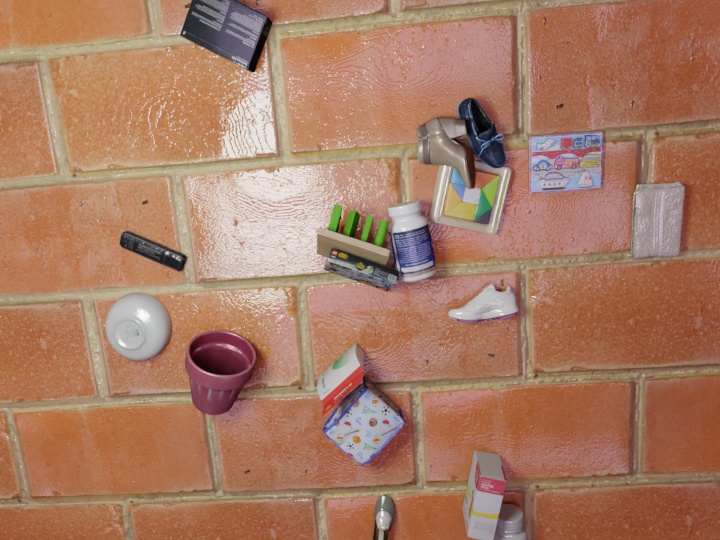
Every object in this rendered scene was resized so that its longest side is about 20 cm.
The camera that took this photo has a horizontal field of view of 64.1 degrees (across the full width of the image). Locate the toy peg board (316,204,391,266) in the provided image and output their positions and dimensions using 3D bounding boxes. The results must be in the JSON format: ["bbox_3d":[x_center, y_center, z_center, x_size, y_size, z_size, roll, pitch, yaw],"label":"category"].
[{"bbox_3d":[-0.013,-0.086,1.559,0.195,0.199,0.100,18,76,0],"label":"toy peg board"}]

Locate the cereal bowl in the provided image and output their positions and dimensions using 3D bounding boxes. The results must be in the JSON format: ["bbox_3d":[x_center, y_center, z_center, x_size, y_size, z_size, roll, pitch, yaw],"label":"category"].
[{"bbox_3d":[-0.664,0.173,1.693,0.194,0.083,0.206,1,102,4],"label":"cereal bowl"}]

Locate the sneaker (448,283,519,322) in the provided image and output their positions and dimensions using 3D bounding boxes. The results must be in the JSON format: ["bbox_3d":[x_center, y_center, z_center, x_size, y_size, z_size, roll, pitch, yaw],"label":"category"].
[{"bbox_3d":[0.343,0.094,1.627,0.194,0.075,0.103,-10,83,6],"label":"sneaker"}]

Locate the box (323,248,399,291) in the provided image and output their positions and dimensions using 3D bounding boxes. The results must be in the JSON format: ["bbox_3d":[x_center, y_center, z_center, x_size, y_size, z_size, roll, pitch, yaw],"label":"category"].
[{"bbox_3d":[0.000,0.000,1.577,0.195,0.137,0.041,19,77,-6],"label":"box"}]

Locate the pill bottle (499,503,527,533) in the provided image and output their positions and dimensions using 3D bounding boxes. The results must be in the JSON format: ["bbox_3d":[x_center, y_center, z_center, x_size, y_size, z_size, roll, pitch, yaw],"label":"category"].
[{"bbox_3d":[0.450,0.826,1.745,0.111,0.115,0.206,-3,102,4],"label":"pill bottle"}]

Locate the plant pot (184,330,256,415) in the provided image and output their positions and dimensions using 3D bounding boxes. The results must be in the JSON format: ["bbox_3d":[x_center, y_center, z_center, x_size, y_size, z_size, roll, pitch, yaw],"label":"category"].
[{"bbox_3d":[-0.413,0.306,1.659,0.195,0.201,0.183,18,118,-1],"label":"plant pot"}]

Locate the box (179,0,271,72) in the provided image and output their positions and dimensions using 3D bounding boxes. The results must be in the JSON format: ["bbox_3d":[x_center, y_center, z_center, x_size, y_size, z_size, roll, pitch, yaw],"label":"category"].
[{"bbox_3d":[-0.349,-0.631,1.501,0.196,0.079,0.144,26,100,-3],"label":"box"}]

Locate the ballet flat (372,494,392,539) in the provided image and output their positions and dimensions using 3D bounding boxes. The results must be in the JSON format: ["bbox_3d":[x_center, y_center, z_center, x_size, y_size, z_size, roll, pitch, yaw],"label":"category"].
[{"bbox_3d":[0.071,0.805,1.791,0.065,0.064,0.206,8,102,2],"label":"ballet flat"}]

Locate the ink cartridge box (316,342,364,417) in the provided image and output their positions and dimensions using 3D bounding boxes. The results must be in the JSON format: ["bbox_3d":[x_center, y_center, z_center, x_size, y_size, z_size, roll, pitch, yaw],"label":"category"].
[{"bbox_3d":[-0.059,0.305,1.621,0.161,0.200,0.050,-43,97,11],"label":"ink cartridge box"}]

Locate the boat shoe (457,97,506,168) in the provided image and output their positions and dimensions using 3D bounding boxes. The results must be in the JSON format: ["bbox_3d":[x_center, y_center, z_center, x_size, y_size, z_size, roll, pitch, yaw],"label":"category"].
[{"bbox_3d":[0.321,-0.357,1.511,0.084,0.069,0.201,-42,99,-13],"label":"boat shoe"}]

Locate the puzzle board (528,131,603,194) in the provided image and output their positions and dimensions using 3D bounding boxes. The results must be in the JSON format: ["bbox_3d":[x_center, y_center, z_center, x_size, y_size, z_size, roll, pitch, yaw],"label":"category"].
[{"bbox_3d":[0.554,-0.289,1.548,0.194,0.017,0.155,-3,102,5],"label":"puzzle board"}]

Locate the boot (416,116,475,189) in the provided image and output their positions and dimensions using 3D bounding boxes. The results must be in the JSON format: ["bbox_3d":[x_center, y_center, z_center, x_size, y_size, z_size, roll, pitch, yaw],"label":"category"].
[{"bbox_3d":[0.223,-0.306,1.525,0.143,0.070,0.206,-8,89,27],"label":"boot"}]

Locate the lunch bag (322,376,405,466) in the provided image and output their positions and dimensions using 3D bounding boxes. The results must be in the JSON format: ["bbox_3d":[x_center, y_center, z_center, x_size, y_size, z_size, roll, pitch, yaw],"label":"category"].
[{"bbox_3d":[0.006,0.449,1.690,0.169,0.124,0.201,40,94,-6],"label":"lunch bag"}]

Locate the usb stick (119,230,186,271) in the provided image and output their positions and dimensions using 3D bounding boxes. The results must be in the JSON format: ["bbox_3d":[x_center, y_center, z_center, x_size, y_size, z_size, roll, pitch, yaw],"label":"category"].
[{"bbox_3d":[-0.601,-0.056,1.665,0.196,0.033,0.057,23,110,-2],"label":"usb stick"}]

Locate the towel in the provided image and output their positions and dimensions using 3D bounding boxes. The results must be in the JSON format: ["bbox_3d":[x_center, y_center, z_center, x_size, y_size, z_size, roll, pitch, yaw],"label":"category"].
[{"bbox_3d":[0.805,-0.135,1.556,0.128,0.035,0.206,-3,102,5],"label":"towel"}]

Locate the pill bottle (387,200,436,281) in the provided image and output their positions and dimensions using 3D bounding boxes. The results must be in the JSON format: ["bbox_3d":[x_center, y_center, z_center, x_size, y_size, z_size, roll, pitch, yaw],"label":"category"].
[{"bbox_3d":[0.138,-0.082,1.568,0.112,0.116,0.206,-11,102,6],"label":"pill bottle"}]

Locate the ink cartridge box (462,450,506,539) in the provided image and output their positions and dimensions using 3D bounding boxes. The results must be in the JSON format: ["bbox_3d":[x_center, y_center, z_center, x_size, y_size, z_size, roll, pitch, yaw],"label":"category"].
[{"bbox_3d":[0.364,0.665,1.699,0.081,0.145,0.206,9,103,2],"label":"ink cartridge box"}]

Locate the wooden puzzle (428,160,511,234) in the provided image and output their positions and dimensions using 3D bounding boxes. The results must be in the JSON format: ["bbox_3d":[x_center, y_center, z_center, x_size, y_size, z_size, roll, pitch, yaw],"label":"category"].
[{"bbox_3d":[0.299,-0.206,1.572,0.194,0.037,0.190,11,103,1],"label":"wooden puzzle"}]
